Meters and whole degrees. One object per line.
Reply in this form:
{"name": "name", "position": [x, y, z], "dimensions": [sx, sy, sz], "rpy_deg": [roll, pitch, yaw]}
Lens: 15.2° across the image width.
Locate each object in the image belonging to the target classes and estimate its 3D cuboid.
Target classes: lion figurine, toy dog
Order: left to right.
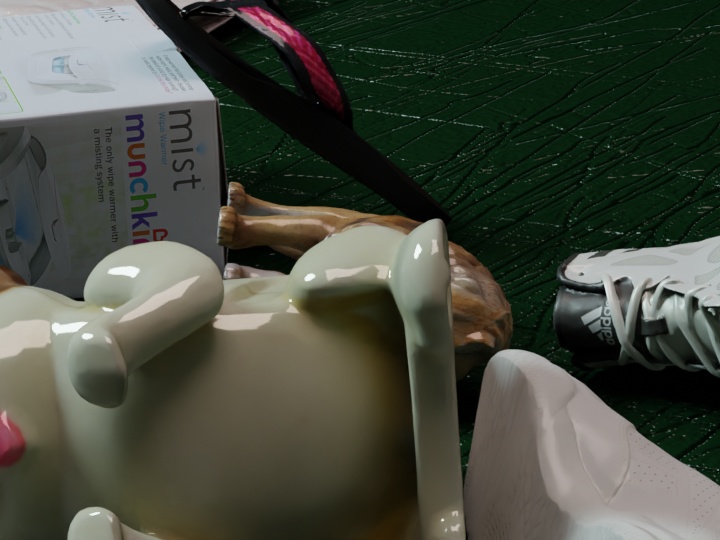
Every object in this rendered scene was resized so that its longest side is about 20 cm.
{"name": "toy dog", "position": [-0.066, 0.044, 0.934], "dimensions": [0.200, 0.140, 0.194], "rpy_deg": [-4, 17, 0]}
{"name": "lion figurine", "position": [0.000, 0.000, 1.156], "dimensions": [0.122, 0.073, 0.200], "rpy_deg": [5, 15, -2]}

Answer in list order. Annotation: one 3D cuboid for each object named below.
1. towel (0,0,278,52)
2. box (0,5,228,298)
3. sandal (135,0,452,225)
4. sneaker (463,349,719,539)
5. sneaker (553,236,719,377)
{"name": "towel", "position": [-0.175, -0.170, 1.728], "dimensions": [0.200, 0.032, 0.191], "rpy_deg": [8, 20, 25]}
{"name": "box", "position": [-0.171, -0.059, 1.301], "dimensions": [0.176, 0.097, 0.200], "rpy_deg": [-7, 19, -15]}
{"name": "sandal", "position": [-0.029, -0.091, 1.284], "dimensions": [0.200, 0.045, 0.075], "rpy_deg": [36, 8, -16]}
{"name": "sneaker", "position": [0.098, 0.090, 0.907], "dimensions": [0.088, 0.075, 0.200], "rpy_deg": [5, 22, -20]}
{"name": "sneaker", "position": [0.136, 0.031, 1.073], "dimensions": [0.115, 0.076, 0.201], "rpy_deg": [-9, 10, 5]}
